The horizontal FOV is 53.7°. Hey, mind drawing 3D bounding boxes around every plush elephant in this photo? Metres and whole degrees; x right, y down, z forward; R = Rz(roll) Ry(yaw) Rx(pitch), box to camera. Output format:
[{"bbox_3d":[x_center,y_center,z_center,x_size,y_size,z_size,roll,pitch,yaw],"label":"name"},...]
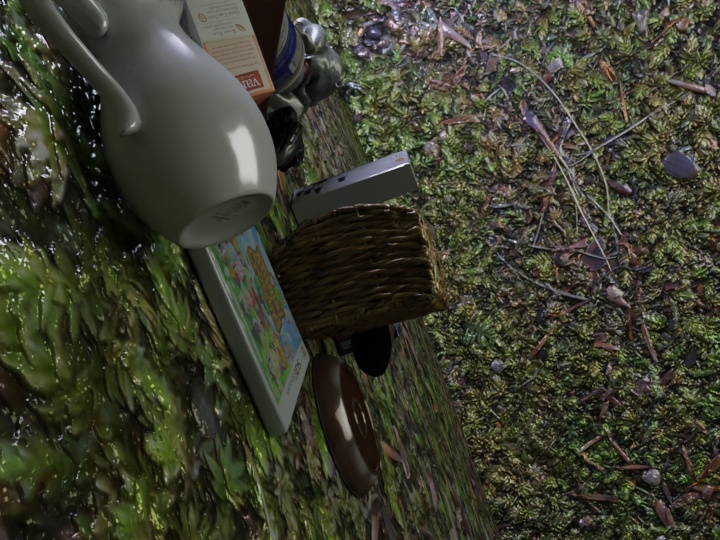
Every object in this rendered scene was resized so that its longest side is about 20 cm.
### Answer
[{"bbox_3d":[-0.115,-0.334,1.182,0.155,0.165,0.200,2,25,-44],"label":"plush elephant"}]

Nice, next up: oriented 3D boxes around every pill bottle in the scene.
[{"bbox_3d":[-0.152,-0.312,0.911,0.200,0.119,0.120,33,38,-77],"label":"pill bottle"}]

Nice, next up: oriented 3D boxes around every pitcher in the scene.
[{"bbox_3d":[-0.155,-0.122,0.525,0.200,0.121,0.171,62,21,12],"label":"pitcher"}]

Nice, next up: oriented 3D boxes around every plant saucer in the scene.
[{"bbox_3d":[-0.013,0.203,0.965,0.200,0.032,0.201,-19,90,-83],"label":"plant saucer"}]

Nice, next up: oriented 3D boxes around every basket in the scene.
[{"bbox_3d":[0.000,0.000,0.908,0.149,0.199,0.143,31,45,-75],"label":"basket"}]

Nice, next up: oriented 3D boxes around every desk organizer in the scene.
[{"bbox_3d":[-0.131,-0.259,0.762,0.200,0.077,0.072,113,-32,-54],"label":"desk organizer"}]

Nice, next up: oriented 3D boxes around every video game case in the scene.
[{"bbox_3d":[-0.107,0.043,0.739,0.182,0.022,0.201,-80,150,-74],"label":"video game case"}]

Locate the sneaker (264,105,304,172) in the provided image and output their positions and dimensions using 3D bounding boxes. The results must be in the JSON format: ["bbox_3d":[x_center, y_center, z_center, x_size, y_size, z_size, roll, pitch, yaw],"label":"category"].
[{"bbox_3d":[-0.109,-0.184,1.060,0.200,0.075,0.079,-93,164,-62],"label":"sneaker"}]

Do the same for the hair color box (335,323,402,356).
[{"bbox_3d":[-0.015,0.022,1.120,0.061,0.100,0.201,-29,100,-81],"label":"hair color box"}]

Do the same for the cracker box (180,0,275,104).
[{"bbox_3d":[-0.162,-0.236,0.666,0.134,0.058,0.201,-11,-79,60],"label":"cracker box"}]

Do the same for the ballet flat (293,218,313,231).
[{"bbox_3d":[-0.052,0.016,1.022,0.074,0.074,0.200,-97,161,-56],"label":"ballet flat"}]

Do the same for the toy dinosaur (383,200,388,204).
[{"bbox_3d":[0.040,-0.035,1.135,0.106,0.060,0.200,29,35,-27],"label":"toy dinosaur"}]

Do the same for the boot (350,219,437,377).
[{"bbox_3d":[0.059,0.037,1.064,0.200,0.064,0.187,-42,142,-54],"label":"boot"}]

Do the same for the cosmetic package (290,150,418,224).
[{"bbox_3d":[-0.010,-0.131,1.149,0.083,0.199,0.051,-93,163,-64],"label":"cosmetic package"}]
